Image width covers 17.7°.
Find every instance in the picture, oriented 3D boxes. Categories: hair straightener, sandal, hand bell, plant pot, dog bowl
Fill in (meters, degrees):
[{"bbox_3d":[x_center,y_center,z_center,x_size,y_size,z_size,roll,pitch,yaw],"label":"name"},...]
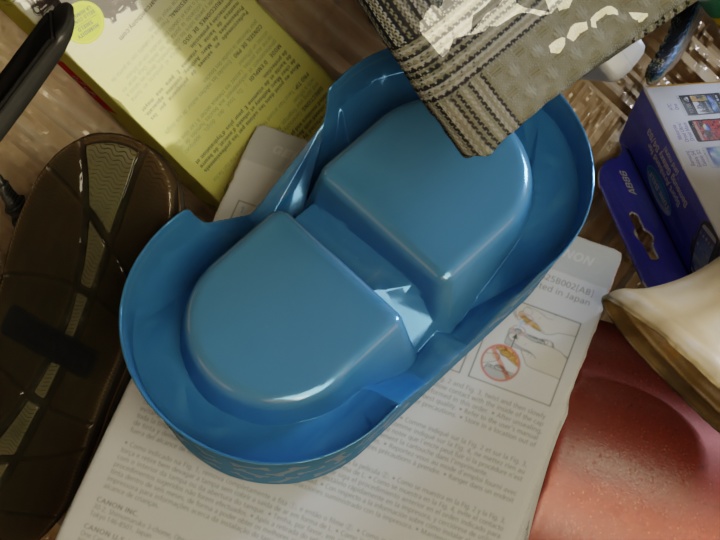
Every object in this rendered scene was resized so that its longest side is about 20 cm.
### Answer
[{"bbox_3d":[-0.159,-0.018,0.896,0.077,0.041,0.201,25,104,-20],"label":"hair straightener"},{"bbox_3d":[-0.125,0.032,0.914,0.081,0.055,0.201,30,108,9],"label":"sandal"},{"bbox_3d":[0.196,-0.025,0.873,0.200,0.104,0.104,-46,112,-2],"label":"hand bell"},{"bbox_3d":[0.134,0.114,0.989,0.194,0.201,0.202,21,90,-16],"label":"plant pot"},{"bbox_3d":[0.000,0.000,0.869,0.111,0.050,0.200,42,70,17],"label":"dog bowl"}]

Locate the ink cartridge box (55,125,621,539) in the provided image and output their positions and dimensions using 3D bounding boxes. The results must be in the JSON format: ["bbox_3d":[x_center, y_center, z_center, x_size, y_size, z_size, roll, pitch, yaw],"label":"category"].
[{"bbox_3d":[-0.005,0.061,0.891,0.162,0.057,0.201,20,60,8],"label":"ink cartridge box"}]

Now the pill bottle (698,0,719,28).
[{"bbox_3d":[0.232,-0.084,0.950,0.113,0.113,0.200,-43,101,-11],"label":"pill bottle"}]

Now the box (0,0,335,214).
[{"bbox_3d":[-0.092,-0.105,0.928,0.200,0.050,0.075,43,82,-23],"label":"box"}]

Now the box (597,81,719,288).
[{"bbox_3d":[0.207,-0.032,1.031,0.199,0.119,0.042,-4,142,-23],"label":"box"}]

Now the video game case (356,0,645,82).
[{"bbox_3d":[0.004,-0.155,0.888,0.023,0.182,0.200,-45,112,-13],"label":"video game case"}]

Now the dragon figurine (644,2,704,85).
[{"bbox_3d":[0.169,-0.171,1.021,0.200,0.059,0.100,-39,110,-13],"label":"dragon figurine"}]

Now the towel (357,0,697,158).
[{"bbox_3d":[0.070,-0.165,0.789,0.200,0.035,0.193,-36,111,-6],"label":"towel"}]
